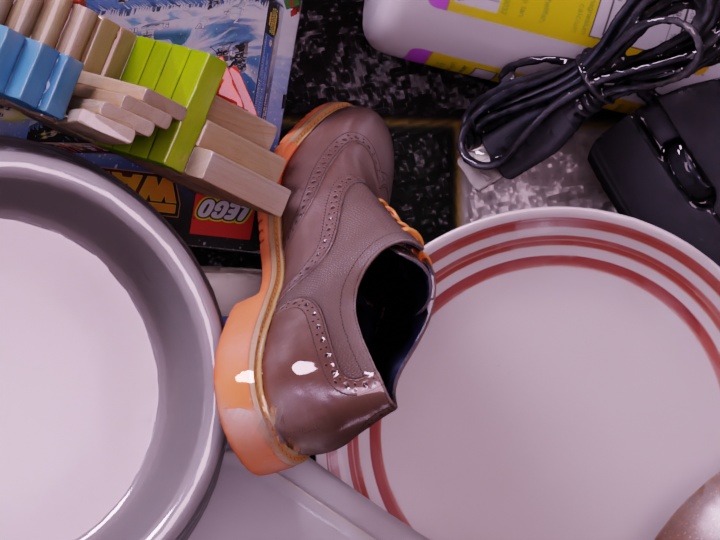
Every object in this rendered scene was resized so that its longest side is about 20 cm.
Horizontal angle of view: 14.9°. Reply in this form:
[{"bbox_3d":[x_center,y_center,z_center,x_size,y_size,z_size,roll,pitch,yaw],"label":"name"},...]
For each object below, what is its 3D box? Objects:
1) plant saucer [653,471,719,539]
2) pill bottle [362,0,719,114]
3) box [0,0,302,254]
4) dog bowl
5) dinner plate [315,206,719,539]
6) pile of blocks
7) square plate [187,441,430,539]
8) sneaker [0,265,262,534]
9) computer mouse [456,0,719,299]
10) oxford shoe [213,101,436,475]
[{"bbox_3d":[0.205,0.165,1.145,0.200,0.037,0.201,-2,103,-10],"label":"plant saucer"},{"bbox_3d":[0.108,-0.119,1.148,0.199,0.104,0.105,14,83,-8],"label":"pill bottle"},{"bbox_3d":[-0.128,-0.085,1.108,0.199,0.040,0.137,7,117,-9],"label":"box"},{"bbox_3d":[-0.140,0.045,1.039,0.199,0.059,0.201,1,85,-14],"label":"dog bowl"},{"bbox_3d":[0.081,0.069,1.146,0.199,0.024,0.201,0,105,0],"label":"dinner plate"},{"bbox_3d":[-0.110,-0.087,1.040,0.200,0.082,0.062,23,86,-19],"label":"pile of blocks"},{"bbox_3d":[-0.048,0.159,1.073,0.200,0.028,0.198,32,63,23],"label":"square plate"},{"bbox_3d":[-0.113,0.059,1.115,0.199,0.077,0.112,-6,94,-18],"label":"sneaker"},{"bbox_3d":[0.147,-0.026,1.130,0.200,0.138,0.053,35,41,-29],"label":"computer mouse"},{"bbox_3d":[0.000,0.000,1.076,0.073,0.200,0.071,-16,127,22],"label":"oxford shoe"}]
